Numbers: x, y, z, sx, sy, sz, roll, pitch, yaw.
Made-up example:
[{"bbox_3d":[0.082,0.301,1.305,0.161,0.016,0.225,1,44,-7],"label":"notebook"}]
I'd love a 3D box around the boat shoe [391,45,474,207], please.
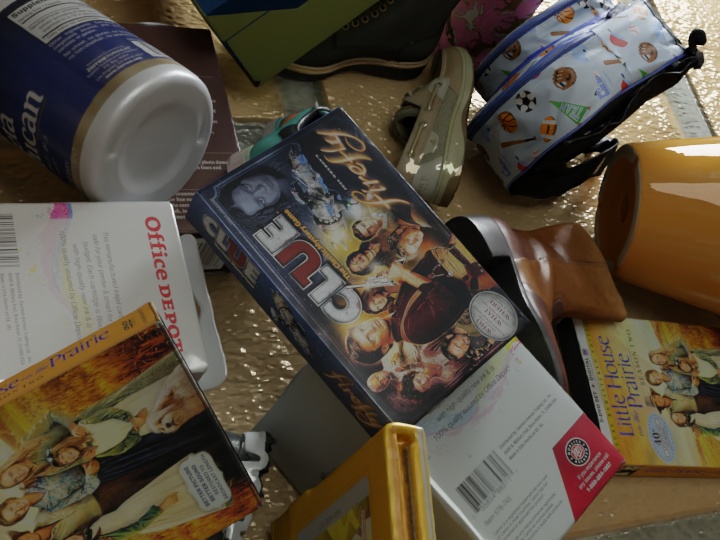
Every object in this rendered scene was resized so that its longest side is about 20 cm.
[{"bbox_3d":[0.064,-0.144,0.994,0.065,0.072,0.201,13,50,-5],"label":"boat shoe"}]

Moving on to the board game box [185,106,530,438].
[{"bbox_3d":[0.000,0.000,0.703,0.135,0.035,0.200,-36,81,-34],"label":"board game box"}]

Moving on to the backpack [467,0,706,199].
[{"bbox_3d":[0.191,-0.166,1.007,0.154,0.200,0.190,45,58,7],"label":"backpack"}]

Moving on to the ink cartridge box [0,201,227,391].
[{"bbox_3d":[-0.198,0.040,0.701,0.199,0.125,0.129,-1,62,-28],"label":"ink cartridge box"}]

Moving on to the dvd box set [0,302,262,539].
[{"bbox_3d":[-0.174,0.127,0.612,0.199,0.029,0.147,-28,117,-9],"label":"dvd box set"}]

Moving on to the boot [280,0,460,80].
[{"bbox_3d":[-0.001,-0.247,0.979,0.199,0.138,0.078,-8,65,-30],"label":"boot"}]

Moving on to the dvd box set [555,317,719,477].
[{"bbox_3d":[0.279,0.114,0.971,0.199,0.029,0.147,7,58,-25],"label":"dvd box set"}]

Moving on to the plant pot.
[{"bbox_3d":[0.328,-0.046,1.008,0.182,0.200,0.201,7,56,-6],"label":"plant pot"}]

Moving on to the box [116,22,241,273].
[{"bbox_3d":[-0.155,-0.097,0.847,0.100,0.075,0.201,-2,63,-28],"label":"box"}]

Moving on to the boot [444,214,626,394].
[{"bbox_3d":[0.162,0.041,0.895,0.200,0.068,0.189,3,52,-50],"label":"boot"}]

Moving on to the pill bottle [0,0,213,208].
[{"bbox_3d":[-0.209,-0.132,0.752,0.200,0.111,0.111,34,47,24],"label":"pill bottle"}]

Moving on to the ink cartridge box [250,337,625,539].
[{"bbox_3d":[0.051,0.125,0.767,0.200,0.145,0.145,49,52,7],"label":"ink cartridge box"}]

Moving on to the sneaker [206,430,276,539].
[{"bbox_3d":[-0.118,0.186,0.695,0.090,0.067,0.201,18,52,-10],"label":"sneaker"}]

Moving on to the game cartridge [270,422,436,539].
[{"bbox_3d":[-0.011,0.210,0.645,0.032,0.200,0.177,11,55,-25],"label":"game cartridge"}]

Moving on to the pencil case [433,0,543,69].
[{"bbox_3d":[0.129,-0.270,1.027,0.082,0.200,0.087,18,63,-9],"label":"pencil case"}]

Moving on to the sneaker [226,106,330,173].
[{"bbox_3d":[-0.039,-0.094,0.856,0.072,0.080,0.200,64,17,-13],"label":"sneaker"}]

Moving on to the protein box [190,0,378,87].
[{"bbox_3d":[-0.080,-0.310,0.909,0.198,0.135,0.200,-35,70,1],"label":"protein box"}]
